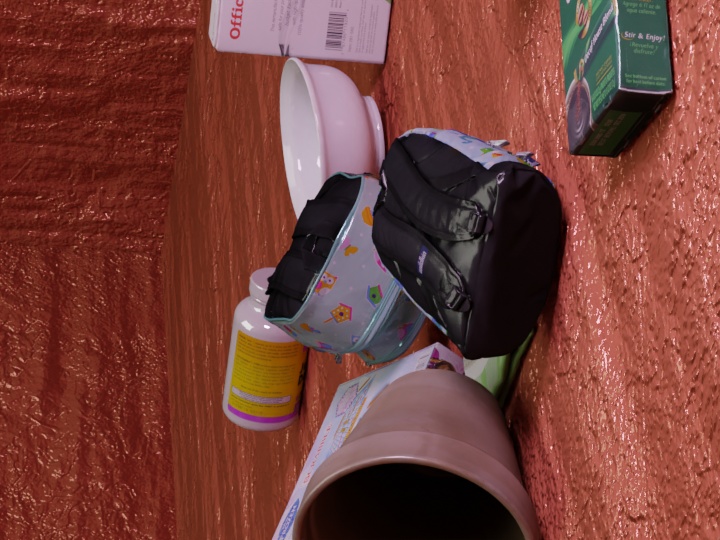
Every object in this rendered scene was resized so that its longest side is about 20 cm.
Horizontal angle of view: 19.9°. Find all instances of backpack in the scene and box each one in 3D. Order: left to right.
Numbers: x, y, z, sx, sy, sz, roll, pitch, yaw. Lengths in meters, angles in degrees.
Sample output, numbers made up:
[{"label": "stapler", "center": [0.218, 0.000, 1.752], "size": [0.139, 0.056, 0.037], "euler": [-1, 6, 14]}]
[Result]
[{"label": "backpack", "center": [0.000, 0.000, 1.966], "size": [0.177, 0.152, 0.200], "euler": [-61, 3, -6]}, {"label": "backpack", "center": [0.084, -0.038, 1.688], "size": [0.199, 0.153, 0.165], "euler": [27, 113, 47]}]

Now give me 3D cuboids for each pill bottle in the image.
[{"label": "pill bottle", "center": [-0.120, 0.102, 2.698], "size": [0.104, 0.103, 0.202], "euler": [-110, 26, -62]}]

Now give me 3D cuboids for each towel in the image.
[{"label": "towel", "center": [0.108, 0.017, 1.801], "size": [0.150, 0.030, 0.201], "euler": [105, 163, -48]}]

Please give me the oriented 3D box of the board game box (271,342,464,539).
[{"label": "board game box", "center": [0.004, 0.181, 1.931], "size": [0.199, 0.041, 0.201], "euler": [-27, 34, 59]}]

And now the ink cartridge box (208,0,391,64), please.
[{"label": "ink cartridge box", "center": [-0.067, -0.318, 2.320], "size": [0.084, 0.198, 0.148], "euler": [-122, 38, -69]}]

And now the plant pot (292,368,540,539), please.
[{"label": "plant pot", "center": [0.054, 0.178, 1.695], "size": [0.174, 0.198, 0.201], "euler": [-76, -1, -55]}]

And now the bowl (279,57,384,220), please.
[{"label": "bowl", "center": [-0.027, -0.143, 2.313], "size": [0.201, 0.089, 0.203], "euler": [174, 90, -77]}]

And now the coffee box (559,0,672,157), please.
[{"label": "coffee box", "center": [0.179, -0.196, 1.481], "size": [0.123, 0.043, 0.202], "euler": [124, 148, -68]}]
